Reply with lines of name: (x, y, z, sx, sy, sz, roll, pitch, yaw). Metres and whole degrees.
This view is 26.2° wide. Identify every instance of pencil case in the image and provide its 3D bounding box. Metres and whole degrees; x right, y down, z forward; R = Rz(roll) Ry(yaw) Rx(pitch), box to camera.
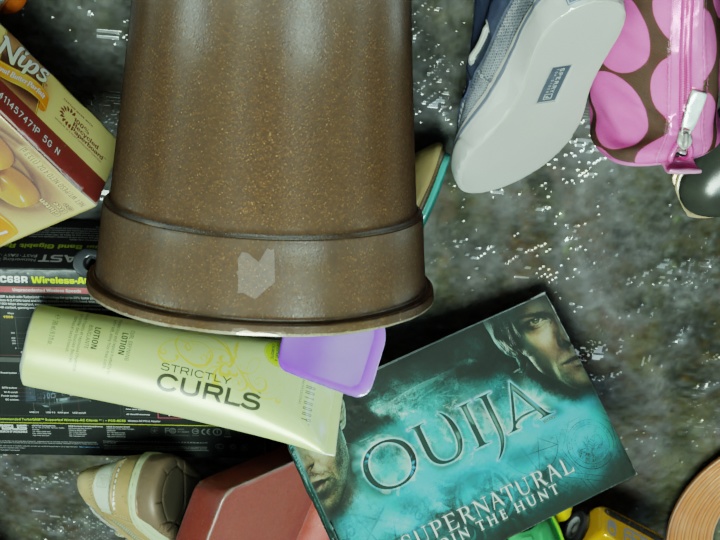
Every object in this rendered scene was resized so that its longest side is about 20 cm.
pencil case: (0.171, -0.158, 0.880, 0.090, 0.094, 0.201, -7, 121, 4)

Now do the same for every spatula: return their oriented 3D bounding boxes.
spatula: (-0.082, 0.022, 0.951, 0.199, 0.021, 0.057, 18, 85, -1)

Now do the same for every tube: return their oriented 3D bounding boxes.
tube: (-0.108, 0.062, 0.962, 0.199, 0.052, 0.058, 11, 99, -3)

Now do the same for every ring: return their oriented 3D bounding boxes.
ring: (0.324, 0.191, 1.146, 0.199, 0.019, 0.202, -1, 122, -1)

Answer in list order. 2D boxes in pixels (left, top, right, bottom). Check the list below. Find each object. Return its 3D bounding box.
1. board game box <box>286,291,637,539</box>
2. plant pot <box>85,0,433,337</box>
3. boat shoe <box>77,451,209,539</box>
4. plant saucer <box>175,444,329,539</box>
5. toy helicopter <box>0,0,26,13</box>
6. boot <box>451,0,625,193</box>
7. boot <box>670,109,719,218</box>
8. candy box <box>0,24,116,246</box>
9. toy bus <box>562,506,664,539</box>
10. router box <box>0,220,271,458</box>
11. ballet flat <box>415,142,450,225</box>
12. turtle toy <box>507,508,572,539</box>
board game box: (0.061, 0.113, 0.997, 0.199, 0.028, 0.136, -23, 79, -16)
plant pot: (-0.051, -0.086, 0.861, 0.199, 0.200, 0.200, 3, 103, -2)
boat shoe: (-0.135, 0.170, 1.077, 0.076, 0.072, 0.200, 2, 151, 18)
plant saucer: (-0.076, 0.197, 1.054, 0.037, 0.200, 0.201, 31, 113, 23)
toy helicopter: (-0.255, -0.158, 0.901, 0.131, 0.079, 0.201, 9, 133, -14)
boot: (0.093, -0.133, 0.916, 0.072, 0.091, 0.200, -8, 153, -23)
boot: (0.287, -0.061, 0.916, 0.199, 0.139, 0.078, -26, 120, 16)
candy box: (-0.253, -0.063, 0.917, 0.199, 0.056, 0.115, -19, 129, 34)
toy bus: (0.137, 0.251, 1.136, 0.065, 0.079, 0.200, 29, 133, -18)
router box: (-0.158, 0.046, 1.024, 0.198, 0.062, 0.151, 1, 123, -1)
ballet flat: (0.000, 0.000, 0.997, 0.063, 0.069, 0.201, 21, 120, 3)
turtle toy: (0.071, 0.174, 1.053, 0.145, 0.201, 0.101, -14, 159, 14)
